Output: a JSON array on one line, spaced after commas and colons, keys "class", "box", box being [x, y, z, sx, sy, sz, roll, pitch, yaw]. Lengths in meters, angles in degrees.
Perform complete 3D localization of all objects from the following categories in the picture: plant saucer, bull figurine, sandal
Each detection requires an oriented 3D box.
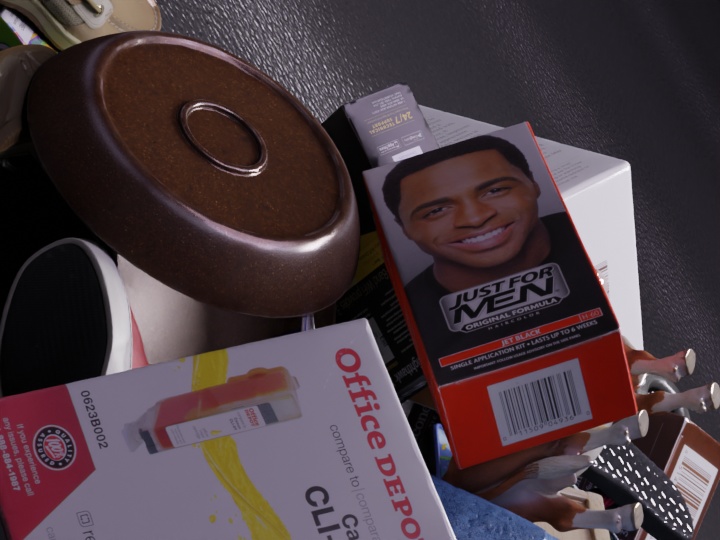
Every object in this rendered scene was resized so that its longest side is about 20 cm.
[{"class": "plant saucer", "box": [-0.084, 0.007, 1.564, 0.200, 0.034, 0.202, 6, 82, -53]}, {"class": "plant saucer", "box": [-0.080, -0.061, 1.475, 0.199, 0.035, 0.201, 25, 33, -18]}, {"class": "bull figurine", "box": [0.117, 0.072, 1.495, 0.200, 0.121, 0.065, -54, 134, -45]}, {"class": "sandal", "box": [0.125, 0.110, 1.620, 0.200, 0.045, 0.075, 43, 26, -37]}]

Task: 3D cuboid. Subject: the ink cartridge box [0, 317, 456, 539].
[{"class": "ink cartridge box", "box": [-0.069, 0.118, 1.272, 0.084, 0.199, 0.146, 110, -37, -56]}]

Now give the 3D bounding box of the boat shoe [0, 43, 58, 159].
[{"class": "boat shoe", "box": [-0.216, -0.082, 1.436, 0.200, 0.063, 0.074, -15, 80, -65]}]

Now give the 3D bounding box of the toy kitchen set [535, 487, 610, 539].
[{"class": "toy kitchen set", "box": [0.036, 0.228, 1.474, 0.162, 0.181, 0.201, 15, 37, -16]}]

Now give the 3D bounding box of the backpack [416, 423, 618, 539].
[{"class": "backpack", "box": [0.085, 0.207, 1.643, 0.200, 0.146, 0.184, 50, 21, -32]}]

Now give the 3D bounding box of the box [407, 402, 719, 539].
[{"class": "box", "box": [0.124, 0.122, 1.782, 0.075, 0.199, 0.101, 35, 75, -50]}]

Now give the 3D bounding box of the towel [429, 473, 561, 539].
[{"class": "towel", "box": [0.078, 0.168, 1.379, 0.199, 0.049, 0.112, 27, 39, -3]}]

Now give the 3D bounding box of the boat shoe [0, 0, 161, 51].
[{"class": "boat shoe", "box": [-0.160, -0.172, 1.558, 0.200, 0.065, 0.073, 30, 35, -57]}]

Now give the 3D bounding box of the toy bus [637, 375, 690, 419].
[{"class": "toy bus", "box": [0.119, 0.109, 1.953, 0.201, 0.135, 0.192, 58, 34, 0]}]

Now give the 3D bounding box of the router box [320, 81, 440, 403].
[{"class": "router box", "box": [0.000, 0.000, 1.671, 0.052, 0.200, 0.158, -22, 82, -33]}]

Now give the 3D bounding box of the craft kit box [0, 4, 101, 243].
[{"class": "craft kit box", "box": [-0.151, -0.099, 1.647, 0.198, 0.048, 0.200, 56, 18, -21]}]

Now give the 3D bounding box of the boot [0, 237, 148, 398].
[{"class": "boot", "box": [-0.113, 0.090, 1.416, 0.144, 0.072, 0.201, 33, 41, -56]}]

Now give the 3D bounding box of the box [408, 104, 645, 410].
[{"class": "box", "box": [0.066, -0.001, 1.733, 0.106, 0.199, 0.153, -26, 120, -37]}]

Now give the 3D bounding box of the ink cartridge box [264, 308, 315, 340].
[{"class": "ink cartridge box", "box": [-0.035, 0.130, 1.479, 0.198, 0.047, 0.201, -89, 169, -56]}]

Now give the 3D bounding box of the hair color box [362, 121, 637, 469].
[{"class": "hair color box", "box": [0.071, 0.009, 1.480, 0.200, 0.101, 0.062, -110, -177, -54]}]
